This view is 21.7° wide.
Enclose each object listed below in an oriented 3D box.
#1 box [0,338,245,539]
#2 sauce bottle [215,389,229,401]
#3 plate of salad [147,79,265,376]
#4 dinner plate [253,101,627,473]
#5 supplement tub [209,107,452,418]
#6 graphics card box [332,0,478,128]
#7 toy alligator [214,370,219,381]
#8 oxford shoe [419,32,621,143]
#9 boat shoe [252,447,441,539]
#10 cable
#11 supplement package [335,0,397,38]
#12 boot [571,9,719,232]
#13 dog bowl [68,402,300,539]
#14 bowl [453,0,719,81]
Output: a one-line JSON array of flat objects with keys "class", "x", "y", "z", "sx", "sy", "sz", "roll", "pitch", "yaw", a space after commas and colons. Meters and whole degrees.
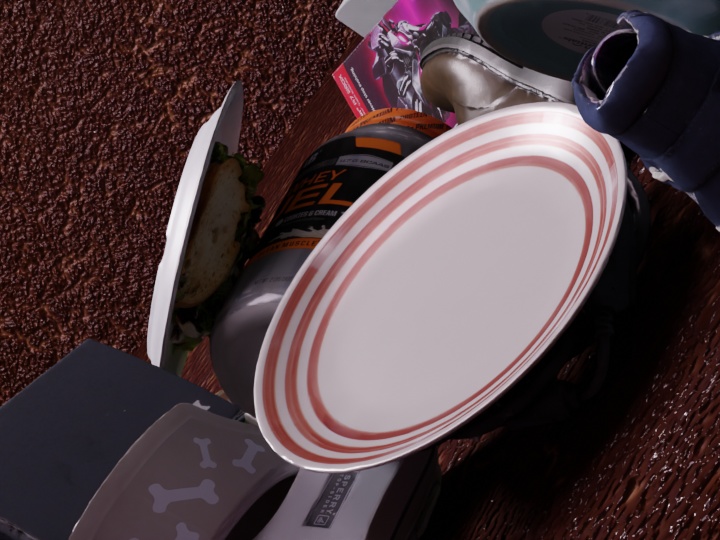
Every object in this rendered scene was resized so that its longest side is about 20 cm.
[{"class": "box", "x": -0.147, "y": 0.162, "z": 0.977, "sx": 0.148, "sy": 0.104, "sz": 0.200, "roll": -41, "pitch": -33, "yaw": -50}, {"class": "sauce bottle", "x": -0.086, "y": 0.113, "z": 1.208, "sx": 0.200, "sy": 0.065, "sz": 0.065, "roll": -32, "pitch": 10, "yaw": 2}, {"class": "plate of salad", "x": -0.085, "y": -0.013, "z": 1.113, "sx": 0.200, "sy": 0.048, "sz": 0.200, "roll": 13, "pitch": -90, "yaw": -90}, {"class": "dinner plate", "x": 0.036, "y": 0.009, "z": 0.814, "sx": 0.200, "sy": 0.024, "sz": 0.200, "roll": -33, "pitch": 30, "yaw": 22}, {"class": "supplement tub", "x": 0.000, "y": 0.000, "z": 1.108, "sx": 0.123, "sy": 0.123, "sz": 0.200, "roll": -47, "pitch": 12, "yaw": 44}, {"class": "graphics card box", "x": 0.065, "y": -0.123, "z": 1.203, "sx": 0.051, "sy": 0.126, "sz": 0.200, "roll": -24, "pitch": -9, "yaw": -32}, {"class": "toy alligator", "x": -0.042, "y": 0.017, "z": 1.185, "sx": 0.200, "sy": 0.059, "sz": 0.054, "roll": -61, "pitch": -33, "yaw": -28}, {"class": "oxford shoe", "x": 0.076, "y": -0.083, "z": 1.056, "sx": 0.084, "sy": 0.073, "sz": 0.200, "roll": -65, "pitch": 25, "yaw": 5}, {"class": "boat shoe", "x": -0.017, "y": 0.140, "z": 0.851, "sx": 0.072, "sy": 0.066, "sz": 0.200, "roll": 2, "pitch": 42, "yaw": 28}, {"class": "cable", "x": 0.056, "y": 0.009, "z": 0.865, "sx": 0.163, "sy": 0.051, "sz": 0.200, "roll": -29, "pitch": 33, "yaw": 27}, {"class": "supplement package", "x": 0.111, "y": -0.235, "z": 1.294, "sx": 0.200, "sy": 0.151, "sz": 0.152, "roll": -61, "pitch": 9, "yaw": -30}, {"class": "boot", "x": 0.134, "y": -0.079, "z": 0.771, "sx": 0.073, "sy": 0.090, "sz": 0.200, "roll": -53, "pitch": 9, "yaw": 15}, {"class": "dog bowl", "x": -0.082, "y": 0.160, "z": 0.903, "sx": 0.200, "sy": 0.059, "sz": 0.200, "roll": -52, "pitch": -25, "yaw": -37}, {"class": "bowl", "x": 0.120, "y": -0.157, "z": 0.909, "sx": 0.201, "sy": 0.201, "sz": 0.105, "roll": 150, "pitch": 135, "yaw": -71}]
